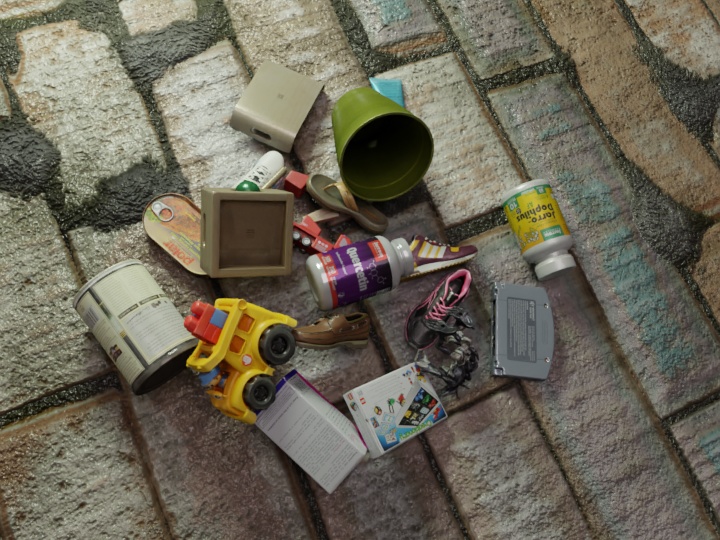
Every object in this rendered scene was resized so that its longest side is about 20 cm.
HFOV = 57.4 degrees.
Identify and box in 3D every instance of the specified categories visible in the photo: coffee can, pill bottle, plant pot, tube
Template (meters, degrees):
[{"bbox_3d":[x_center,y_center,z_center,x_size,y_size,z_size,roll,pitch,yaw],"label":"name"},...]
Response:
[{"bbox_3d":[-0.402,0.102,1.195,0.146,0.146,0.200,-36,82,-19],"label":"coffee can"},{"bbox_3d":[0.000,0.000,1.285,0.199,0.113,0.113,-18,76,-14],"label":"pill bottle"},{"bbox_3d":[0.024,-0.281,1.370,0.199,0.201,0.193,-12,43,-14],"label":"plant pot"},{"bbox_3d":[0.390,-0.085,1.425,0.112,0.113,0.201,-14,76,-15],"label":"pill bottle"},{"bbox_3d":[0.074,-0.356,1.492,0.077,0.050,0.201,-1,68,-21],"label":"tube"}]

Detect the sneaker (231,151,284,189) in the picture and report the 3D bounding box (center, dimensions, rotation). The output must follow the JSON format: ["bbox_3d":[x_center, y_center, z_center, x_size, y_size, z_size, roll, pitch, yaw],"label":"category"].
[{"bbox_3d":[-0.220,-0.173,1.361,0.072,0.073,0.200,32,68,3],"label":"sneaker"}]

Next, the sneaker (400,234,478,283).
[{"bbox_3d":[0.151,-0.041,1.385,0.199,0.075,0.091,-15,81,-16],"label":"sneaker"}]

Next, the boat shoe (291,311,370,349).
[{"bbox_3d":[-0.059,0.110,1.254,0.199,0.072,0.068,3,100,-51],"label":"boat shoe"}]

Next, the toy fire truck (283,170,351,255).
[{"bbox_3d":[-0.092,-0.103,1.374,0.199,0.049,0.141,30,67,-1],"label":"toy fire truck"}]

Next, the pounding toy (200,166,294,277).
[{"bbox_3d":[-0.212,-0.100,1.273,0.183,0.142,0.201,-2,101,-25],"label":"pounding toy"}]

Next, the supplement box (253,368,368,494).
[{"bbox_3d":[-0.089,0.290,1.202,0.200,0.101,0.103,41,94,5],"label":"supplement box"}]

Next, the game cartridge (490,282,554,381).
[{"bbox_3d":[0.342,0.130,1.387,0.132,0.040,0.201,7,71,-5],"label":"game cartridge"}]

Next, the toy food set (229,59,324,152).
[{"bbox_3d":[-0.180,-0.364,1.445,0.143,0.060,0.201,24,61,-1],"label":"toy food set"}]

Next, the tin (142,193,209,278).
[{"bbox_3d":[-0.346,-0.068,1.320,0.200,0.042,0.112,41,66,3],"label":"tin"}]

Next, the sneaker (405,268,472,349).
[{"bbox_3d":[0.164,0.072,1.341,0.079,0.095,0.200,37,71,1],"label":"sneaker"}]

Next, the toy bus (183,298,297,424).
[{"bbox_3d":[-0.232,0.142,1.140,0.192,0.135,0.201,31,72,-33],"label":"toy bus"}]

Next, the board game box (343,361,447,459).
[{"bbox_3d":[0.070,0.258,1.245,0.199,0.035,0.127,-14,73,-45],"label":"board game box"}]

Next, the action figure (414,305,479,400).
[{"bbox_3d":[0.176,0.161,1.294,0.119,0.201,0.102,-34,45,-29],"label":"action figure"}]

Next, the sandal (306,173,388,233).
[{"bbox_3d":[-0.019,-0.150,1.375,0.199,0.054,0.081,30,42,-13],"label":"sandal"}]
